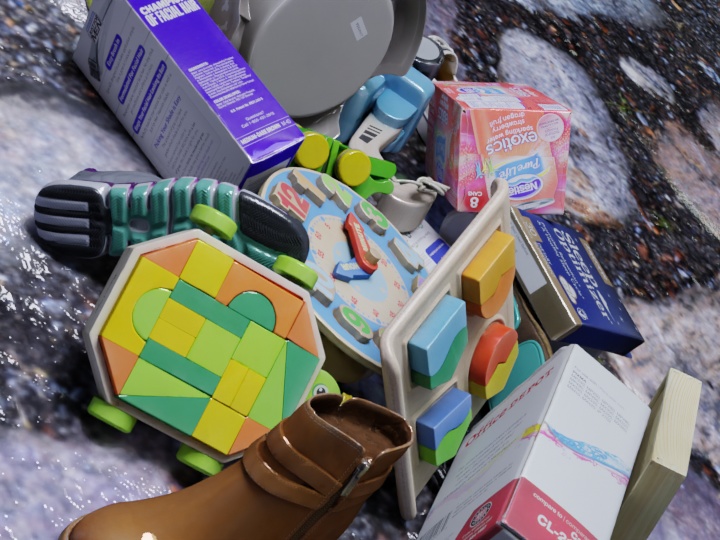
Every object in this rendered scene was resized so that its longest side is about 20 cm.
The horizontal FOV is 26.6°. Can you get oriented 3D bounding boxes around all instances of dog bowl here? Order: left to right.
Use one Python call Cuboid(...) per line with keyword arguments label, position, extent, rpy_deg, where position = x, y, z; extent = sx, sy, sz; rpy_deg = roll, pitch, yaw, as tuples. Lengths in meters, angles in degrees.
Cuboid(label="dog bowl", position=(-0.042, -0.199, 1.280), extent=(0.199, 0.201, 0.059), rpy_deg=(6, 35, -45))

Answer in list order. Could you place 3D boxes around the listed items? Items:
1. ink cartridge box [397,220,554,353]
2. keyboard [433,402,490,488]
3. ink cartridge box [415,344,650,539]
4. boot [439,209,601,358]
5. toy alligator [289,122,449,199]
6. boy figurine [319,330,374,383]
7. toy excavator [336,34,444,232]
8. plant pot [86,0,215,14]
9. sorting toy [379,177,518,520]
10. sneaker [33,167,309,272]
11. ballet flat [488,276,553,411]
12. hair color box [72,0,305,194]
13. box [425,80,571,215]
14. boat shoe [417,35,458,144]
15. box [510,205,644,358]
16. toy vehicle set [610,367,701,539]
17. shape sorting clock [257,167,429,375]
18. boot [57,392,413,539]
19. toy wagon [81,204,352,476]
Cuboid(label="ink cartridge box", position=(0.089, 0.038, 1.340), extent=(0.200, 0.037, 0.095), rpy_deg=(44, 32, 5))
Cuboid(label="keyboard", position=(0.082, 0.147, 1.217), extent=(0.127, 0.021, 0.201), rpy_deg=(2, 50, -50))
Cuboid(label="ink cartridge box", position=(0.115, 0.168, 1.078), extent=(0.083, 0.146, 0.200), rpy_deg=(39, 40, -5))
Cuboid(label="boot", position=(0.152, 0.001, 1.436), extent=(0.200, 0.073, 0.096), rpy_deg=(44, 24, -16))
Cuboid(label="toy alligator", position=(-0.015, -0.077, 1.264), extent=(0.199, 0.055, 0.059), rpy_deg=(20, 5, -29))
Cuboid(label="boy figurine", position=(-0.041, 0.043, 1.157), extent=(0.124, 0.064, 0.200), rpy_deg=(45, 32, 0))
Cuboid(label="toy excavator", position=(0.009, -0.137, 1.398), extent=(0.194, 0.100, 0.200), rpy_deg=(35, 42, 7))
Cuboid(label="plant pot", position=(-0.108, -0.273, 1.335), extent=(0.199, 0.193, 0.201), rpy_deg=(29, 34, -21))
Cuboid(label="sorting toy", position=(0.075, 0.060, 1.121), extent=(0.036, 0.186, 0.200), rpy_deg=(17, 49, 24))
Cuboid(label="sneaker", position=(-0.128, -0.045, 1.091), extent=(0.198, 0.075, 0.088), rpy_deg=(11, 24, 6))
Cuboid(label="ballet flat", position=(0.137, 0.072, 1.277), extent=(0.072, 0.068, 0.201), rpy_deg=(29, 35, -43))
Cuboid(label="hair color box", position=(-0.139, -0.138, 1.208), extent=(0.065, 0.109, 0.200), rpy_deg=(-30, 75, -38))
Cuboid(label="box", position=(0.122, -0.117, 1.410), extent=(0.102, 0.096, 0.200), rpy_deg=(2, 14, -7))
Cuboid(label="boat shoe", position=(0.072, -0.208, 1.583), extent=(0.071, 0.070, 0.201), rpy_deg=(10, 45, -42))
Cuboid(label="box", position=(0.190, 0.014, 1.348), extent=(0.200, 0.032, 0.122), rpy_deg=(16, 43, -60))
Cuboid(label="toy vehicle set", position=(0.191, 0.182, 1.126), extent=(0.026, 0.201, 0.124), rpy_deg=(26, 33, 4))
Cuboid(label="shape sorting clock", position=(0.000, 0.000, 1.162), extent=(0.199, 0.039, 0.201), rpy_deg=(32, 30, -21))
Cuboid(label="boot", position=(-0.073, 0.133, 0.923), extent=(0.199, 0.155, 0.074), rpy_deg=(2, 50, -48))
Cuboid(label="toy wagon", position=(-0.083, 0.059, 1.018), extent=(0.199, 0.156, 0.040), rpy_deg=(31, -10, -20))
